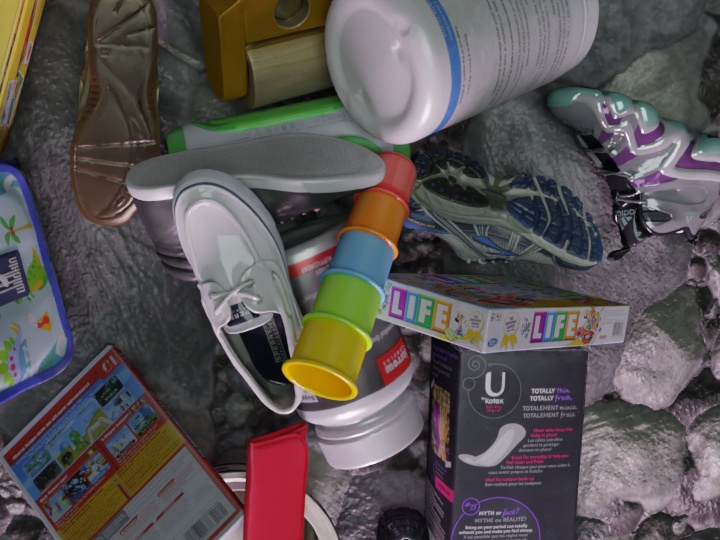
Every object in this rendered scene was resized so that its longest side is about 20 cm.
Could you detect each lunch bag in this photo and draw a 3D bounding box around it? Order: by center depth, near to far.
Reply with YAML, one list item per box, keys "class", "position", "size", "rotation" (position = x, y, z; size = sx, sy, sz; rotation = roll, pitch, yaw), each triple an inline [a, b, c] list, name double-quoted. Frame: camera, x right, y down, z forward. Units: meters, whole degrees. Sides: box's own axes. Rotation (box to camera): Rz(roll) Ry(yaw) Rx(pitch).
- class: "lunch bag"
  position: [-0.301, 0.007, 0.726]
  size: [0.126, 0.200, 0.172]
  rotation: [-14, 101, -7]

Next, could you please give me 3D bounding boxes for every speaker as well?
- class: "speaker"
  position: [-0.061, -0.101, 0.809]
  size: [0.198, 0.088, 0.089]
  rotation: [-13, 101, -8]

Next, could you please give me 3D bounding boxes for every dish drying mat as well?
- class: "dish drying mat"
  position: [-0.073, 0.234, 0.798]
  size: [0.018, 0.077, 0.202]
  rotation: [10, 100, 33]

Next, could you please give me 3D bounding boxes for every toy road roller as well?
- class: "toy road roller"
  position: [-0.082, -0.252, 0.774]
  size: [0.122, 0.146, 0.201]
  rotation: [-18, 138, -19]

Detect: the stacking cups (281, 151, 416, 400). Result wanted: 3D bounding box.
- class: "stacking cups"
  position: [0.000, 0.000, 0.736]
  size: [0.060, 0.060, 0.201]
  rotation: [28, 60, -13]

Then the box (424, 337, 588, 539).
- class: "box"
  position: [0.130, 0.158, 0.873]
  size: [0.121, 0.106, 0.202]
  rotation: [1, 99, -10]

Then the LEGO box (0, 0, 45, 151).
- class: "LEGO box"
  position: [-0.336, -0.212, 0.747]
  size: [0.148, 0.077, 0.202]
  rotation: [17, 96, -12]

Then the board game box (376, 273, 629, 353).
- class: "board game box"
  position: [0.115, 0.032, 0.791]
  size: [0.199, 0.134, 0.035]
  rotation: [1, 100, -45]

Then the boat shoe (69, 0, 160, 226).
- class: "boat shoe"
  position: [-0.199, -0.138, 0.789]
  size: [0.073, 0.066, 0.202]
  rotation: [10, 110, -12]

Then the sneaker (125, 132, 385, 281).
- class: "sneaker"
  position: [-0.078, -0.046, 0.750]
  size: [0.198, 0.071, 0.100]
  rotation: [-7, 128, -5]

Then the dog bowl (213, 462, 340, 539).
- class: "dog bowl"
  position: [-0.117, 0.268, 0.865]
  size: [0.198, 0.074, 0.202]
  rotation: [-2, 99, -10]

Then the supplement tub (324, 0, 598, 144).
- class: "supplement tub"
  position: [0.082, -0.192, 0.761]
  size: [0.199, 0.131, 0.133]
  rotation: [-26, 104, -32]

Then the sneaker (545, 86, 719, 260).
- class: "sneaker"
  position: [0.245, -0.079, 0.870]
  size: [0.198, 0.078, 0.141]
  rotation: [19, 95, -12]

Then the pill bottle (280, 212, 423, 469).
- class: "pill bottle"
  position: [-0.021, 0.062, 0.828]
  size: [0.113, 0.114, 0.202]
  rotation: [-23, 102, -6]

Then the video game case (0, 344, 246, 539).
- class: "video game case"
  position: [-0.207, 0.184, 0.811]
  size: [0.143, 0.017, 0.200]
  rotation: [-44, 71, 0]

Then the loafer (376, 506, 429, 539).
- class: "loafer"
  position: [0.043, 0.330, 0.902]
  size: [0.067, 0.070, 0.203]
  rotation: [-3, 100, 1]

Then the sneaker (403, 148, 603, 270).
- class: "sneaker"
  position: [0.125, -0.043, 0.858]
  size: [0.198, 0.085, 0.078]
  rotation: [21, 52, -11]

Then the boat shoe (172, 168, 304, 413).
- class: "boat shoe"
  position: [-0.083, 0.020, 0.707]
  size: [0.073, 0.066, 0.201]
  rotation: [-21, 119, 11]
